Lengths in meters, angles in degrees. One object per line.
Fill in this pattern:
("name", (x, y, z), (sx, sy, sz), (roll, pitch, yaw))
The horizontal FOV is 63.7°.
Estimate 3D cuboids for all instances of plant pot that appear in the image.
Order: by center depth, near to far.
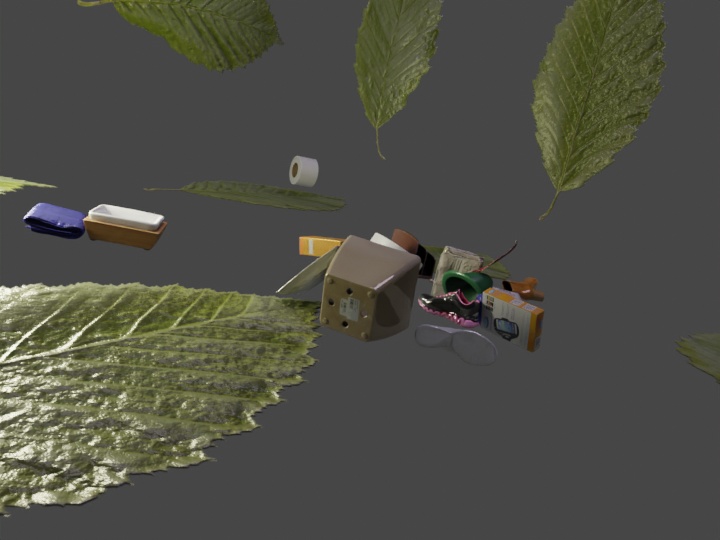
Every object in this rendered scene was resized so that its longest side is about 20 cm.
("plant pot", (0.007, 0.057, 1.377), (0.198, 0.202, 0.177), (19, 26, 21))

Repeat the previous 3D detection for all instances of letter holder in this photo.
("letter holder", (0.195, -0.068, 2.170), (0.100, 0.144, 0.200), (7, 14, -26))

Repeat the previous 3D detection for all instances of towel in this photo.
("towel", (-0.840, -0.133, 1.607), (0.146, 0.050, 0.200), (16, 11, -24))
("towel", (0.299, 0.024, 1.799), (0.131, 0.201, 0.035), (17, 37, 11))

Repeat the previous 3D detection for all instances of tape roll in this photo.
("tape roll", (0.115, -0.046, 1.991), (0.202, 0.071, 0.202), (34, -2, 1))
("tape roll", (-0.401, -0.696, 4.082), (0.138, 0.205, 0.202), (5, 15, -30))

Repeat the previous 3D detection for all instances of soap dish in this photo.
("soap dish", (-0.666, -0.123, 1.652), (0.198, 0.082, 0.157), (11, 13, -12))

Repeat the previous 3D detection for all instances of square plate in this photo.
("square plate", (-0.105, 0.003, 1.507), (0.029, 0.199, 0.198), (54, 13, 6))

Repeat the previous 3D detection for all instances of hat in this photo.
("hat", (0.372, 0.023, 1.744), (0.176, 0.167, 0.199), (-39, 23, -25))

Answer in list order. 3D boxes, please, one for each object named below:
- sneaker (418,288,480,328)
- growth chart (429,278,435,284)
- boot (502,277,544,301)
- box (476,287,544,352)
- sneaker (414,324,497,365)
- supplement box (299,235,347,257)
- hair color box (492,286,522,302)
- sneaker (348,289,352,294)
("sneaker", (0.260, 0.092, 1.671), (0.199, 0.096, 0.079), (21, 17, 32))
("growth chart", (0.319, 0.064, 1.939), (0.143, 0.018, 0.200), (19, 0, -9))
("boot", (0.610, 0.058, 2.225), (0.143, 0.071, 0.201), (15, 18, -7))
("box", (0.406, 0.130, 1.596), (0.041, 0.120, 0.199), (-22, 33, -34))
("sneaker", (0.233, 0.170, 1.385), (0.198, 0.076, 0.088), (17, 2, 19))
("supplement box", (-0.118, -0.079, 1.972), (0.199, 0.070, 0.066), (5, 9, 40))
("hair color box", (0.468, 0.113, 1.872), (0.100, 0.062, 0.200), (15, 14, 6))
("sneaker", (-0.033, 0.061, 1.591), (0.087, 0.076, 0.200), (-10, 18, -23))
